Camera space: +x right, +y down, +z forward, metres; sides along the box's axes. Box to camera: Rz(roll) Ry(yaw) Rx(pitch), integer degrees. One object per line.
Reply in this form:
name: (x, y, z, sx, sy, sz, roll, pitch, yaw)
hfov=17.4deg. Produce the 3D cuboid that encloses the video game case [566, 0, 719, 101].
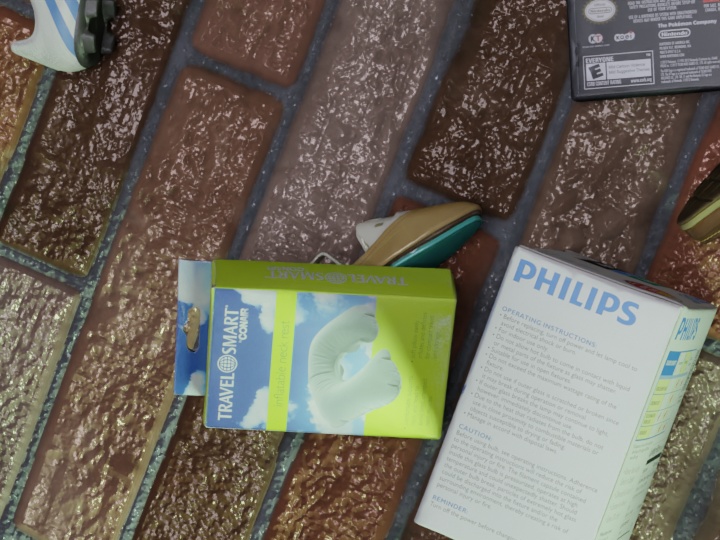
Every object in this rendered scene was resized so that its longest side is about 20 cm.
video game case: (0.245, -0.219, 1.691, 0.199, 0.025, 0.182, -3, 89, 18)

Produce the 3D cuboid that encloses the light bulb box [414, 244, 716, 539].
light bulb box: (0.146, 0.096, 1.627, 0.124, 0.198, 0.201, 21, 94, 14)

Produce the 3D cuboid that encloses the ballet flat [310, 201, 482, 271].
ballet flat: (0.000, 0.000, 1.743, 0.200, 0.069, 0.063, -41, 73, 12)

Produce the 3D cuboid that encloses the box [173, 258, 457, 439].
box: (-0.035, 0.056, 1.706, 0.198, 0.048, 0.123, 3, 119, -4)

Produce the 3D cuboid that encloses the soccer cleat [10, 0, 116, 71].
soccer cleat: (-0.230, -0.255, 1.814, 0.086, 0.070, 0.202, 6, 91, 17)

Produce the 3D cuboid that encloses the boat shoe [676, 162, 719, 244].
boat shoe: (0.312, -0.074, 1.644, 0.200, 0.072, 0.068, -36, 102, 22)
